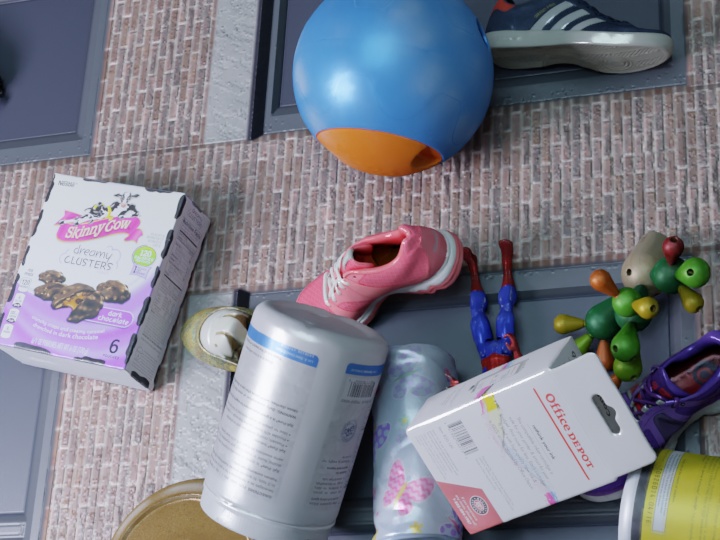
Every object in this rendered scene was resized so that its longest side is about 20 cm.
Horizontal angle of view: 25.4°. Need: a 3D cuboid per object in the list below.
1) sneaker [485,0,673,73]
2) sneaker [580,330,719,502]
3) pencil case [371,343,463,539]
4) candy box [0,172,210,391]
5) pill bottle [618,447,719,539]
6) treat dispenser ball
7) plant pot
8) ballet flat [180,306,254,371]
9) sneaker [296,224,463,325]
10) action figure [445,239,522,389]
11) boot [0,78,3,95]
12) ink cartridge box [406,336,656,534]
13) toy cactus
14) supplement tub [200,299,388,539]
[{"bbox_3d":[0.221,-0.253,1.619,0.199,0.075,0.085,6,73,23],"label":"sneaker"},{"bbox_3d":[0.258,0.121,1.430,0.200,0.083,0.081,-43,59,0],"label":"sneaker"},{"bbox_3d":[0.048,0.168,1.486,0.090,0.083,0.201,-16,61,26],"label":"pencil case"},{"bbox_3d":[-0.271,0.009,1.680,0.167,0.072,0.201,9,71,23],"label":"candy box"},{"bbox_3d":[0.325,0.217,1.345,0.199,0.112,0.113,6,69,23],"label":"pill bottle"},{"bbox_3d":[0.032,-0.195,1.588,0.200,0.201,0.202,-8,64,16],"label":"treat dispenser ball"},{"bbox_3d":[-0.168,0.294,1.539,0.199,0.027,0.201,-8,65,17],"label":"plant pot"},{"bbox_3d":[-0.104,0.073,1.594,0.199,0.071,0.071,19,74,27],"label":"ballet flat"},{"bbox_3d":[0.000,0.000,1.558,0.200,0.087,0.074,-26,56,31],"label":"sneaker"},{"bbox_3d":[0.119,0.060,1.504,0.065,0.099,0.201,-12,66,16],"label":"action figure"},{"bbox_3d":[-0.527,-0.221,1.878,0.162,0.073,0.198,-45,67,-1],"label":"boot"},{"bbox_3d":[0.155,0.138,1.387,0.199,0.068,0.117,-26,101,32],"label":"ink cartridge box"},{"bbox_3d":[0.245,0.023,1.464,0.102,0.200,0.165,32,44,-3],"label":"toy cactus"},{"bbox_3d":[-0.062,0.139,1.475,0.131,0.132,0.201,22,98,27],"label":"supplement tub"}]
